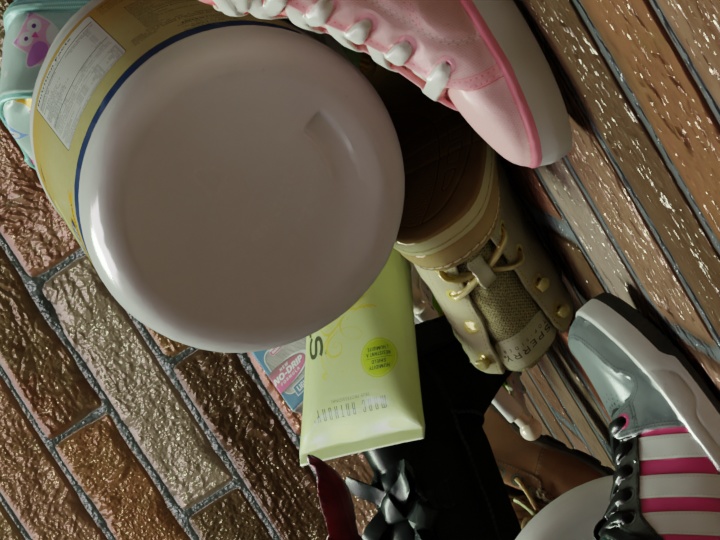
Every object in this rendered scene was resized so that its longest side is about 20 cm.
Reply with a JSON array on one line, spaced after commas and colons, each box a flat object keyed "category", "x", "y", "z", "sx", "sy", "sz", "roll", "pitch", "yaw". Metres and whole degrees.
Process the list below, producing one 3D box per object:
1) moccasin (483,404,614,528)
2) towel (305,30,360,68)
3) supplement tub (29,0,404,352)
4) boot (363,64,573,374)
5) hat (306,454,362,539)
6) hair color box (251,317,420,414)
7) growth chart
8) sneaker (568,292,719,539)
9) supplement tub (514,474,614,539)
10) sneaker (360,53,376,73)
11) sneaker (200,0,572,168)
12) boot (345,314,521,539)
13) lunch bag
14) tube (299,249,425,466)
[{"category": "moccasin", "x": 0.110, "y": 0.143, "z": 1.463, "sx": 0.201, "sy": 0.078, "sz": 0.074, "roll": 31, "pitch": 167, "yaw": 11}, {"category": "towel", "x": -0.035, "y": -0.090, "z": 1.287, "sx": 0.149, "sy": 0.031, "sz": 0.201, "roll": 65, "pitch": -153, "yaw": -57}, {"category": "supplement tub", "x": -0.073, "y": -0.057, "z": 1.066, "sx": 0.145, "sy": 0.144, "sz": 0.200, "roll": 59, "pitch": 174, "yaw": -23}, {"category": "boot", "x": 0.055, "y": -0.010, "z": 1.139, "sx": 0.156, "sy": 0.073, "sz": 0.200, "roll": 60, "pitch": -177, "yaw": -24}, {"category": "hat", "x": 0.029, "y": 0.154, "z": 1.128, "sx": 0.165, "sy": 0.177, "sz": 0.200, "roll": 20, "pitch": -162, "yaw": -4}, {"category": "hair color box", "x": 0.024, "y": 0.052, "z": 1.514, "sx": 0.061, "sy": 0.100, "sz": 0.200, "roll": 54, "pitch": -163, "yaw": 27}, {"category": "growth chart", "x": 0.059, "y": 0.019, "z": 1.462, "sx": 0.145, "sy": 0.018, "sz": 0.200, "roll": 44, "pitch": -164, "yaw": -24}, {"category": "sneaker", "x": 0.115, "y": 0.112, "z": 0.992, "sx": 0.200, "sy": 0.120, "sz": 0.084, "roll": 56, "pitch": 177, "yaw": 33}, {"category": "supplement tub", "x": 0.134, "y": 0.178, "z": 1.142, "sx": 0.145, "sy": 0.144, "sz": 0.200, "roll": 57, "pitch": 178, "yaw": 9}, {"category": "sneaker", "x": -0.059, "y": -0.114, "z": 1.474, "sx": 0.075, "sy": 0.200, "sz": 0.088, "roll": 37, "pitch": -132, "yaw": -22}, {"category": "sneaker", "x": -0.007, "y": -0.107, "z": 0.900, "sx": 0.201, "sy": 0.104, "sz": 0.075, "roll": 57, "pitch": 175, "yaw": 1}, {"category": "boot", "x": 0.060, "y": 0.106, "z": 1.296, "sx": 0.198, "sy": 0.073, "sz": 0.163, "roll": -18, "pitch": -94, "yaw": -53}, {"category": "lunch bag", "x": -0.116, "y": -0.097, "z": 1.335, "sx": 0.200, "sy": 0.159, "sz": 0.078, "roll": 68, "pitch": -160, "yaw": -74}, {"category": "tube", "x": 0.000, "y": 0.000, "z": 1.218, "sx": 0.058, "sy": 0.052, "sz": 0.201, "roll": 126, "pitch": 147, "yaw": -64}]
